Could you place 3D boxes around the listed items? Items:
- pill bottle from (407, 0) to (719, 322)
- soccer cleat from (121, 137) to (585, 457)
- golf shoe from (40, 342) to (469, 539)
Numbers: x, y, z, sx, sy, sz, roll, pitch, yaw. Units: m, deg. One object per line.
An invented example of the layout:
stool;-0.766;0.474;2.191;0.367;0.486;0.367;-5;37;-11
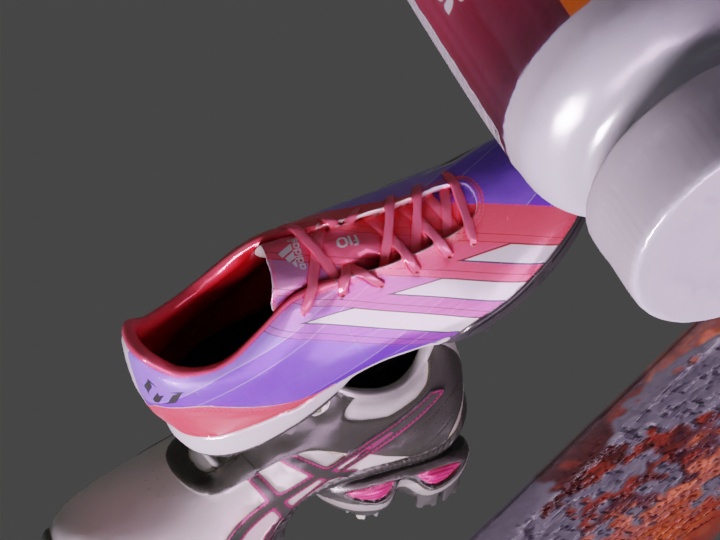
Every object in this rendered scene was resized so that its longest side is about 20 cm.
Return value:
pill bottle;0.080;-0.087;0.919;0.109;0.200;0.110;-21;147;-15
soccer cleat;0.000;0.000;1.107;0.200;0.068;0.073;-31;144;5
golf shoe;-0.046;0.072;1.175;0.199;0.077;0.088;-22;136;-26
